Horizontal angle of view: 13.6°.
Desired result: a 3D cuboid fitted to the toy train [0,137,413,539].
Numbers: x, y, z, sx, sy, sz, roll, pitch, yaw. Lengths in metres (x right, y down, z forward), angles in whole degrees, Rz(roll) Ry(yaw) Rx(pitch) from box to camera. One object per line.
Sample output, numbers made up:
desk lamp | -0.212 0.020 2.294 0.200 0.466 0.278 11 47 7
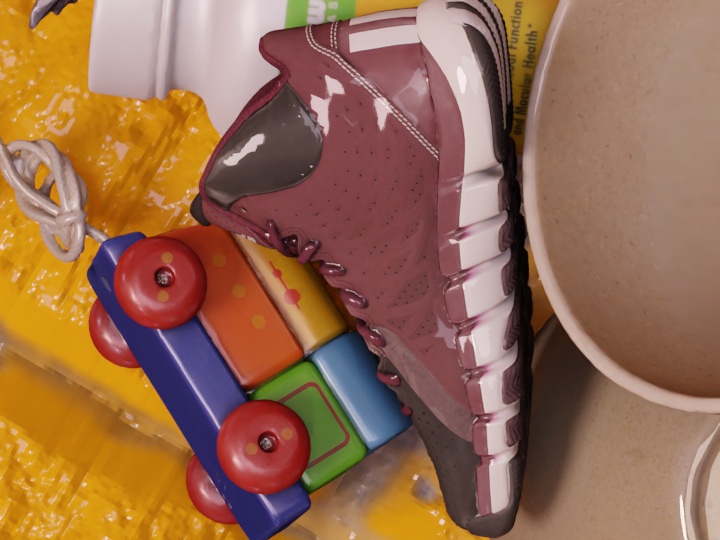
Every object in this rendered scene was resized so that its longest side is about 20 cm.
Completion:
toy train | -0.048 -0.010 1.125 0.116 0.085 0.200 -31 85 -19

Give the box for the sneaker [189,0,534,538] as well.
sneaker | 0.000 0.000 1.063 0.115 0.076 0.201 -3 109 8

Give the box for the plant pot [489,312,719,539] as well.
plant pot | 0.150 0.083 1.101 0.200 0.134 0.201 0 89 -3

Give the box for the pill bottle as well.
pill bottle | 0.003 -0.095 1.107 0.199 0.111 0.111 6 88 -3

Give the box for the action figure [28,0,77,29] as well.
action figure | -0.144 -0.158 1.061 0.102 0.200 0.119 7 104 -42

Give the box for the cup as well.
cup | 0.174 -0.041 1.006 0.143 0.200 0.201 14 87 -41
